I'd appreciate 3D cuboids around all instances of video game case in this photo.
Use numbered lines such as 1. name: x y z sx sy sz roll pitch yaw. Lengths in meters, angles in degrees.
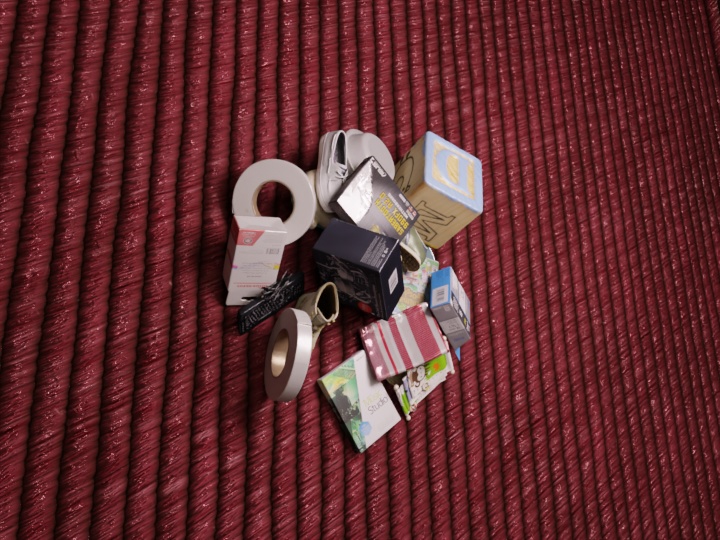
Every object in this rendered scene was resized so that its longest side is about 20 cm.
1. video game case: 0.118 0.037 1.589 0.196 0.022 0.186 18 68 -25

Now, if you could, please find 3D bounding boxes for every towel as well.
1. towel: 0.107 0.176 1.503 0.196 0.023 0.146 -21 67 -5

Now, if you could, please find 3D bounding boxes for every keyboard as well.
1. keyboard: -0.200 0.074 1.396 0.039 0.106 0.199 32 51 31

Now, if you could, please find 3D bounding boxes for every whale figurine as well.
1. whale figurine: -0.104 -0.157 1.532 0.202 0.102 0.160 59 46 -29

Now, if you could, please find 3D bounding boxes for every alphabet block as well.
1. alphabet block: 0.196 -0.213 1.626 0.193 0.200 0.199 24 51 -21

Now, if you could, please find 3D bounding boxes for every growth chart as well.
1. growth chart: 0.164 0.271 1.534 0.199 0.018 0.146 -40 127 -17

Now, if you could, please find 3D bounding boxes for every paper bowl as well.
1. paper bowl: 0.015 -0.275 1.575 0.200 0.103 0.204 36 41 -39

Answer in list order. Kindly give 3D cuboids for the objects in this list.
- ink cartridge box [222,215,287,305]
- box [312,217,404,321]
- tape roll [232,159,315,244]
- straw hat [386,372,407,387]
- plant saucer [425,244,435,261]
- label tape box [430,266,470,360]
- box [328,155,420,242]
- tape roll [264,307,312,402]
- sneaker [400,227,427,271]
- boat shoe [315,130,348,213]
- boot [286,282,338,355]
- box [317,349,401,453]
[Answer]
1. ink cartridge box: -0.248 -0.020 1.377 0.114 0.203 0.068 1 32 -29
2. box: 0.000 0.000 1.435 0.179 0.202 0.105 20 58 23
3. tape roll: -0.205 -0.160 1.425 0.197 0.037 0.208 1 98 4
4. straw hat: 0.140 0.204 1.562 0.197 0.085 0.206 9 71 -28
5. plant saucer: 0.118 -0.010 1.639 0.197 0.039 0.206 9 72 -28
6. label tape box: 0.252 0.115 1.593 0.202 0.062 0.146 57 27 -31
7. box: 0.037 -0.149 1.462 0.201 0.048 0.159 48 64 -21
8. tape roll: -0.162 0.186 1.325 0.036 0.202 0.208 14 69 -24
9. sneaker: 0.102 -0.096 1.578 0.201 0.067 0.090 49 45 -3
10. boat shoe: -0.060 -0.243 1.463 0.071 0.068 0.205 20 68 -42
11. boot: -0.113 0.135 1.394 0.071 0.154 0.204 20 66 -22
12. box: -0.002 0.320 1.476 0.143 0.036 0.203 -30 90 -33
